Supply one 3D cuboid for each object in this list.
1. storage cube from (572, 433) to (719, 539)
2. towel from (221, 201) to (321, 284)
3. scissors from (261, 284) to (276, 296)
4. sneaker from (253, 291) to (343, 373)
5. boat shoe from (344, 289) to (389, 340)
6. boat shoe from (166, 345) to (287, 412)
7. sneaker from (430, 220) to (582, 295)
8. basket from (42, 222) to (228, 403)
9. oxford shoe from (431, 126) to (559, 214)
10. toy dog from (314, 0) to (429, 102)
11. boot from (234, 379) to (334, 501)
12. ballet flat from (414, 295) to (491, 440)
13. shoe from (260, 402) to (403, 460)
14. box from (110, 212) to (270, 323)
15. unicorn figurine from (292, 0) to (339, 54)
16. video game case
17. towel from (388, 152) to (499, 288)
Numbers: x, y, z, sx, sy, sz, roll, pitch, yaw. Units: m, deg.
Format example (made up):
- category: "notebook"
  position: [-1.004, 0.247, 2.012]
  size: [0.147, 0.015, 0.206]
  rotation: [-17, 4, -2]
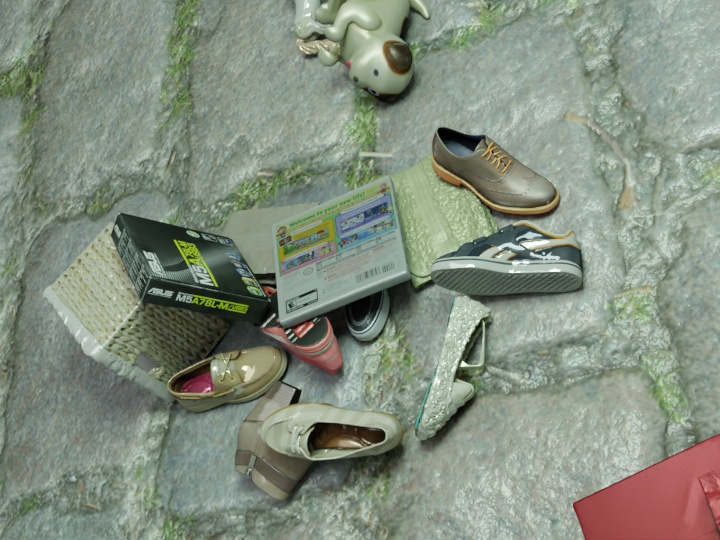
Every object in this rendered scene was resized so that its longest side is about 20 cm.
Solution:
- category: "storage cube"
  position: [0.349, 0.293, 1.054]
  size: [0.179, 0.199, 0.173]
  rotation: [-32, 53, 24]
- category: "towel"
  position: [-0.147, -0.042, 1.655]
  size: [0.198, 0.035, 0.134]
  rotation: [-2, 56, 35]
- category: "scissors"
  position: [-0.102, 0.047, 1.597]
  size: [0.198, 0.014, 0.074]
  rotation: [14, 73, 39]
- category: "sneaker"
  position: [-0.091, 0.097, 1.524]
  size: [0.074, 0.087, 0.200]
  rotation: [-41, 33, -13]
- category: "boat shoe"
  position: [0.000, 0.000, 1.519]
  size: [0.071, 0.068, 0.203]
  rotation: [-11, 61, 29]
- category: "boat shoe"
  position: [-0.203, 0.158, 1.571]
  size: [0.198, 0.069, 0.075]
  rotation: [-24, 55, 22]
- category: "sneaker"
  position: [0.192, -0.016, 1.385]
  size: [0.197, 0.079, 0.080]
  rotation: [1, 61, 12]
- category: "basket"
  position: [-0.345, 0.066, 1.633]
  size: [0.161, 0.198, 0.200]
  rotation: [-49, 49, -1]
- category: "oxford shoe"
  position: [0.181, -0.138, 1.445]
  size: [0.198, 0.073, 0.072]
  rotation: [24, 62, 23]
- category: "toy dog"
  position: [0.022, -0.362, 1.662]
  size: [0.140, 0.191, 0.202]
  rotation: [127, 140, -51]
- category: "boot"
  position: [-0.083, 0.248, 1.454]
  size: [0.198, 0.070, 0.148]
  rotation: [22, 89, 32]
- category: "ballet flat"
  position: [0.126, 0.128, 1.372]
  size: [0.071, 0.072, 0.202]
  rotation: [6, 70, 36]
- category: "shoe"
  position: [-0.044, 0.212, 1.378]
  size: [0.197, 0.053, 0.071]
  rotation: [-4, 96, 17]
- category: "box"
  position: [-0.250, -0.005, 1.533]
  size: [0.048, 0.191, 0.200]
  rotation: [-62, 35, 18]
- category: "unicorn figurine"
  position: [-0.082, -0.464, 1.812]
  size: [0.136, 0.074, 0.203]
  rotation: [-7, 63, 30]
- category: "video game case"
  position: [-0.032, -0.028, 1.495]
  size: [0.198, 0.022, 0.184]
  rotation: [-22, 50, 16]
- category: "towel"
  position: [0.109, -0.085, 1.511]
  size: [0.147, 0.036, 0.202]
  rotation: [-30, 53, 16]
